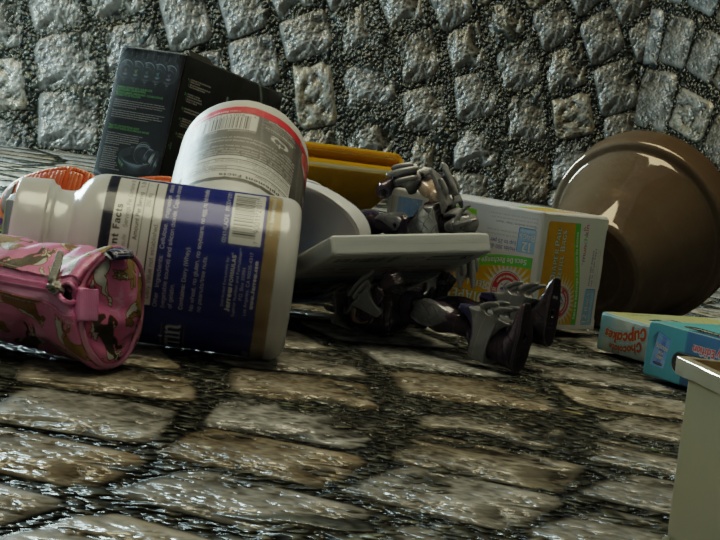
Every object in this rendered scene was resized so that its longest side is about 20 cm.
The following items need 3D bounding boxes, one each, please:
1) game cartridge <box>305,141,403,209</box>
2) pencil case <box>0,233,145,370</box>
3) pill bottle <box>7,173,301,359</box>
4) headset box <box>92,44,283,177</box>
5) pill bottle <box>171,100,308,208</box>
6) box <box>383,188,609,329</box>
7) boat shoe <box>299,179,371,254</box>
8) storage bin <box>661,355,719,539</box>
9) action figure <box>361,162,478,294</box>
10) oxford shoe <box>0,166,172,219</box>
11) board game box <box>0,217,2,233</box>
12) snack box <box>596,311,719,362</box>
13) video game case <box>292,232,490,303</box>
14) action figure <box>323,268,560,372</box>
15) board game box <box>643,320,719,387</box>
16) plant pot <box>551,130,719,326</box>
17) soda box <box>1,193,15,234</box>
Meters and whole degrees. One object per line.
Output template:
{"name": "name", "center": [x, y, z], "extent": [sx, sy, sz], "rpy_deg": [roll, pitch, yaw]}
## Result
{"name": "game cartridge", "center": [-0.079, -0.060, 1.772], "extent": [0.175, 0.033, 0.200], "rpy_deg": [4, -30, -42]}
{"name": "pencil case", "center": [-0.237, 0.009, 1.176], "extent": [0.198, 0.087, 0.083], "rpy_deg": [10, 36, 25]}
{"name": "pill bottle", "center": [-0.145, -0.006, 1.274], "extent": [0.198, 0.117, 0.116], "rpy_deg": [8, 6, -3]}
{"name": "headset box", "center": [-0.179, -0.124, 1.864], "extent": [0.092, 0.202, 0.174], "rpy_deg": [12, -1, 34]}
{"name": "pill bottle", "center": [-0.102, -0.042, 1.438], "extent": [0.110, 0.111, 0.201], "rpy_deg": [8, 34, -1]}
{"name": "box", "center": [0.125, -0.012, 1.732], "extent": [0.199, 0.114, 0.101], "rpy_deg": [11, 6, 43]}
{"name": "boat shoe", "center": [-0.055, -0.056, 1.587], "extent": [0.199, 0.074, 0.065], "rpy_deg": [21, 30, 40]}
{"name": "storage bin", "center": [0.260, 0.110, 0.797], "extent": [0.197, 0.095, 0.200], "rpy_deg": [7, 5, -13]}
{"name": "action figure", "center": [0.037, -0.029, 1.685], "extent": [0.069, 0.131, 0.199], "rpy_deg": [-1, -7, -43]}
{"name": "oxford shoe", "center": [-0.234, -0.045, 1.644], "extent": [0.198, 0.072, 0.073], "rpy_deg": [7, -25, 20]}
{"name": "board game box", "center": [-0.288, -0.022, 1.688], "extent": [0.119, 0.033, 0.200], "rpy_deg": [5, 6, -6]}
{"name": "snack box", "center": [0.322, 0.067, 1.608], "extent": [0.199, 0.037, 0.116], "rpy_deg": [4, 6, -35]}
{"name": "video game case", "center": [0.000, 0.000, 1.508], "extent": [0.142, 0.018, 0.200], "rpy_deg": [-2, -12, -26]}
{"name": "action figure", "center": [0.057, 0.030, 1.456], "extent": [0.199, 0.070, 0.130], "rpy_deg": [8, 10, 30]}
{"name": "board game box", "center": [0.353, 0.081, 1.464], "extent": [0.199, 0.047, 0.151], "rpy_deg": [4, 7, -34]}
{"name": "plant pot", "center": [0.262, -0.026, 1.834], "extent": [0.199, 0.202, 0.174], "rpy_deg": [11, 23, 29]}
{"name": "soda box", "center": [-0.206, -0.018, 1.546], "extent": [0.198, 0.069, 0.064], "rpy_deg": [8, 6, -7]}
